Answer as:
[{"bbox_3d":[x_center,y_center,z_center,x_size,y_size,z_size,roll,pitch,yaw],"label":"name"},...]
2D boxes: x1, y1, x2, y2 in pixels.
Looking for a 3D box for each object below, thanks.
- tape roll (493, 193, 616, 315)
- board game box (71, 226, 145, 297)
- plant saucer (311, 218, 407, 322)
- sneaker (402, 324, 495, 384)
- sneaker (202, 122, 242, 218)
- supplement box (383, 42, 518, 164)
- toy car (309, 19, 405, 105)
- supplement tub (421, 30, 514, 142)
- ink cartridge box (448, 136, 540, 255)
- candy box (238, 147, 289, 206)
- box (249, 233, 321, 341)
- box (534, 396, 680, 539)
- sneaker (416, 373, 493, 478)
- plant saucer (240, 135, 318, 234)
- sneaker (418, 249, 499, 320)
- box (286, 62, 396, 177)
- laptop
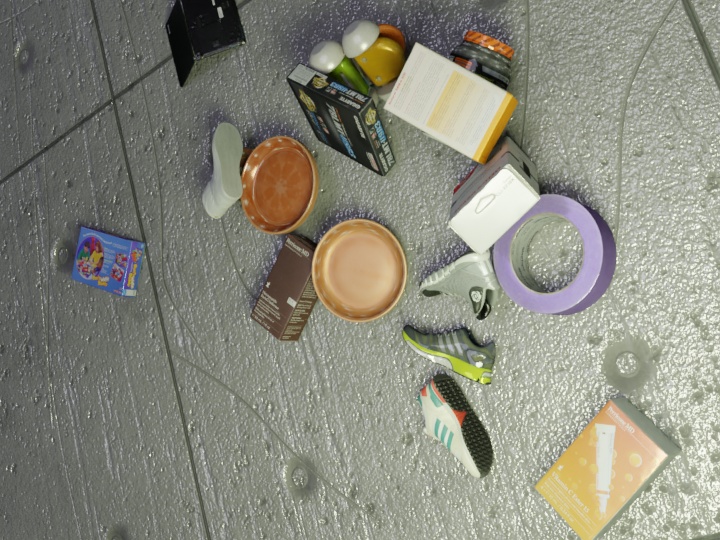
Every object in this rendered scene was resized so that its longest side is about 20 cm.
[{"bbox_3d":[0.335,-0.025,1.489,0.196,0.084,0.205,-4,83,33],"label":"tape roll"},{"bbox_3d":[-0.629,-0.023,2.138,0.197,0.044,0.138,15,94,33],"label":"board game box"},{"bbox_3d":[0.000,0.000,1.706,0.195,0.037,0.205,1,92,15],"label":"plant saucer"},{"bbox_3d":[0.168,0.140,1.601,0.197,0.074,0.082,24,89,26],"label":"sneaker"},{"bbox_3d":[-0.307,-0.213,1.863,0.115,0.072,0.204,-40,46,45],"label":"sneaker"},{"bbox_3d":[0.156,-0.288,1.492,0.198,0.073,0.128,33,102,15],"label":"supplement box"},{"bbox_3d":[0.004,-0.415,1.711,0.197,0.175,0.152,-23,39,29],"label":"toy car"},{"bbox_3d":[0.200,-0.324,1.579,0.121,0.122,0.204,29,101,31],"label":"supplement tub"},{"bbox_3d":[0.231,-0.133,1.491,0.084,0.201,0.144,42,112,-8],"label":"ink cartridge box"},{"bbox_3d":[-0.227,-0.205,1.887,0.197,0.056,0.120,11,92,32],"label":"candy box"},{"bbox_3d":[-0.141,0.037,1.801,0.099,0.074,0.203,32,102,31],"label":"box"},{"bbox_3d":[0.403,0.324,1.407,0.124,0.097,0.202,44,109,27],"label":"box"},{"bbox_3d":[0.169,0.297,1.589,0.093,0.069,0.202,-46,65,41],"label":"sneaker"},{"bbox_3d":[-0.167,-0.176,1.796,0.197,0.032,0.205,-3,84,32],"label":"plant saucer"},{"bbox_3d":[0.183,0.044,1.562,0.200,0.074,0.117,-38,75,58],"label":"sneaker"},{"bbox_3d":[-0.035,-0.294,1.689,0.197,0.201,0.050,34,75,30],"label":"box"},{"bbox_3d":[-0.370,-0.561,2.038,0.196,0.103,0.181,-18,76,4],"label":"laptop"}]
